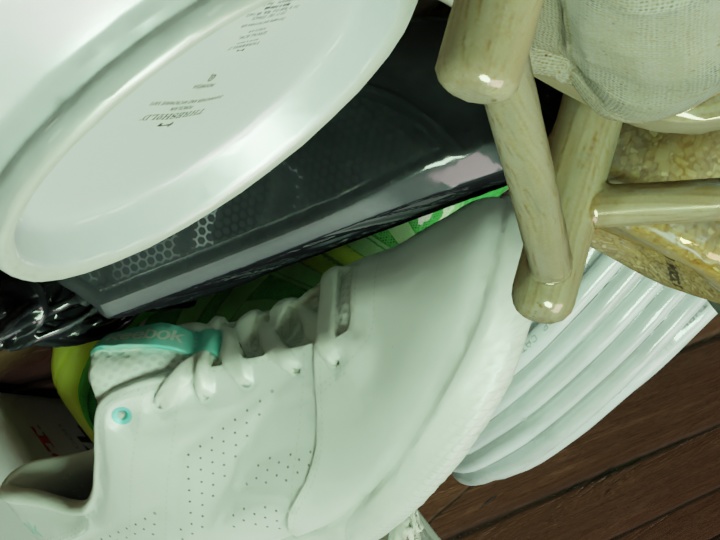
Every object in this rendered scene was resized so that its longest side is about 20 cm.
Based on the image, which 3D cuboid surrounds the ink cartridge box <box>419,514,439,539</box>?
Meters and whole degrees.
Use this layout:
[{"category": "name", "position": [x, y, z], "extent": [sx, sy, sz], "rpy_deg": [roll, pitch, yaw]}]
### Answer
[{"category": "ink cartridge box", "position": [-0.041, 0.151, 1.282], "extent": [0.146, 0.084, 0.200], "rpy_deg": [-35, 166, -8]}]

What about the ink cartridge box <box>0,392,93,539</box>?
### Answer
[{"category": "ink cartridge box", "position": [-0.081, 0.124, 0.984], "extent": [0.084, 0.146, 0.200], "rpy_deg": [-37, 167, 10]}]

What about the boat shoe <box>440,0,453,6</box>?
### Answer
[{"category": "boat shoe", "position": [0.059, -0.090, 0.784], "extent": [0.057, 0.067, 0.200], "rpy_deg": [-59, 165, 10]}]

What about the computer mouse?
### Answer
[{"category": "computer mouse", "position": [-0.033, -0.025, 0.779], "extent": [0.200, 0.053, 0.138], "rpy_deg": [-20, 176, 21]}]

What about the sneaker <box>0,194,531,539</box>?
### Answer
[{"category": "sneaker", "position": [-0.030, 0.036, 0.814], "extent": [0.200, 0.088, 0.075], "rpy_deg": [-43, -161, 35]}]

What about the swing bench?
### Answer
[{"category": "swing bench", "position": [0.083, -0.108, 0.580], "extent": [0.129, 0.200, 0.199], "rpy_deg": [-3, 167, 5]}]

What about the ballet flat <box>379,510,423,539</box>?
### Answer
[{"category": "ballet flat", "position": [-0.013, 0.073, 0.944], "extent": [0.072, 0.072, 0.200], "rpy_deg": [-36, -153, -1]}]

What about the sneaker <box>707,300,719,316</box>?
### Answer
[{"category": "sneaker", "position": [0.136, -0.080, 0.835], "extent": [0.090, 0.078, 0.200], "rpy_deg": [-44, 143, -78]}]

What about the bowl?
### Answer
[{"category": "bowl", "position": [-0.052, -0.061, 0.548], "extent": [0.201, 0.090, 0.201], "rpy_deg": [-34, 167, -9]}]

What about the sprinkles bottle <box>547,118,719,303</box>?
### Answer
[{"category": "sprinkles bottle", "position": [0.109, -0.093, 0.716], "extent": [0.200, 0.068, 0.068], "rpy_deg": [-64, 168, -5]}]

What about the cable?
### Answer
[{"category": "cable", "position": [0.081, -0.016, 0.978], "extent": [0.200, 0.069, 0.200], "rpy_deg": [-52, -171, -37]}]

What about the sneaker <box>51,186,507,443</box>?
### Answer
[{"category": "sneaker", "position": [0.000, 0.000, 0.893], "extent": [0.200, 0.084, 0.074], "rpy_deg": [-37, 170, 16]}]
